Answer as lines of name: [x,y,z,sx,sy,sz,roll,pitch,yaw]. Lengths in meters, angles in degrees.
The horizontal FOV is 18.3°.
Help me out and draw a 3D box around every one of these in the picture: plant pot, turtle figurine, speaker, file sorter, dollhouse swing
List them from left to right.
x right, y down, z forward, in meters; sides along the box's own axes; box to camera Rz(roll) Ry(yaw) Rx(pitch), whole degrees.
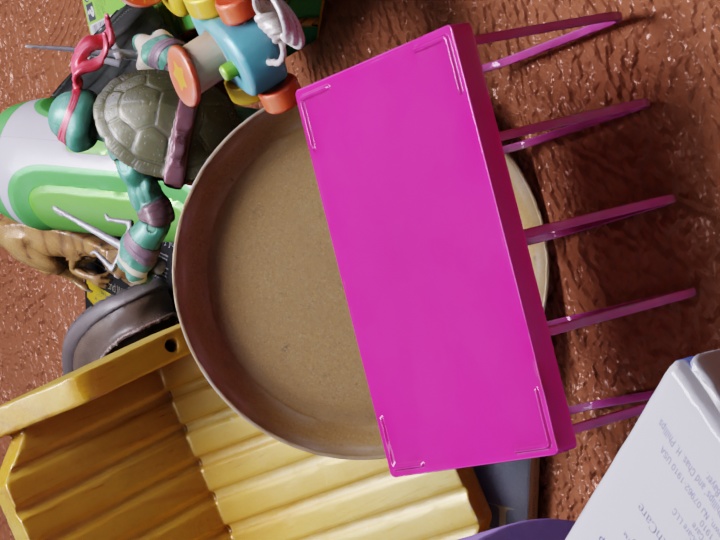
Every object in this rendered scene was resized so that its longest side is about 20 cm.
speaker: [-0.133,-0.060,1.383,0.199,0.088,0.089,7,108,31]
turtle figurine: [-0.102,-0.066,1.251,0.101,0.199,0.150,121,162,-79]
dollhouse swing: [-0.064,0.126,1.227,0.176,0.181,0.201,-19,95,49]
plant pot: [0.000,0.000,1.194,0.027,0.199,0.201,108,149,-88]
file sorter: [0.077,-0.015,1.102,0.139,0.125,0.201,-16,88,57]

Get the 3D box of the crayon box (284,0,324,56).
crayon box: [-0.072,-0.193,1.249,0.119,0.058,0.200,56,170,8]

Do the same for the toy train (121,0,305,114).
toy train: [-0.103,-0.163,1.162,0.200,0.056,0.150,54,169,18]

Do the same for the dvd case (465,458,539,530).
dvd case: [0.031,0.165,1.280,0.148,0.016,0.201,13,115,29]

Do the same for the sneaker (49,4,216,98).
sneaker: [-0.157,-0.105,1.485,0.091,0.076,0.200,40,155,-7]

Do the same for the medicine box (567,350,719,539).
medicine box: [0.183,0.119,0.912,0.103,0.182,0.200,58,143,30]

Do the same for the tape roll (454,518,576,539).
tape roll: [0.081,0.228,1.109,0.085,0.199,0.201,-26,79,58]

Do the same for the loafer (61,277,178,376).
loafer: [-0.153,0.079,1.461,0.071,0.073,0.200,51,145,20]

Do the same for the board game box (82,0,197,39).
board game box: [-0.132,-0.197,1.465,0.200,0.030,0.096,-12,92,61]

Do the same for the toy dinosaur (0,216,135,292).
toy dinosaur: [-0.223,-0.024,1.486,0.199,0.106,0.061,6,85,21]

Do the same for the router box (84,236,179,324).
router box: [-0.118,0.036,1.496,0.200,0.052,0.158,26,121,52]
